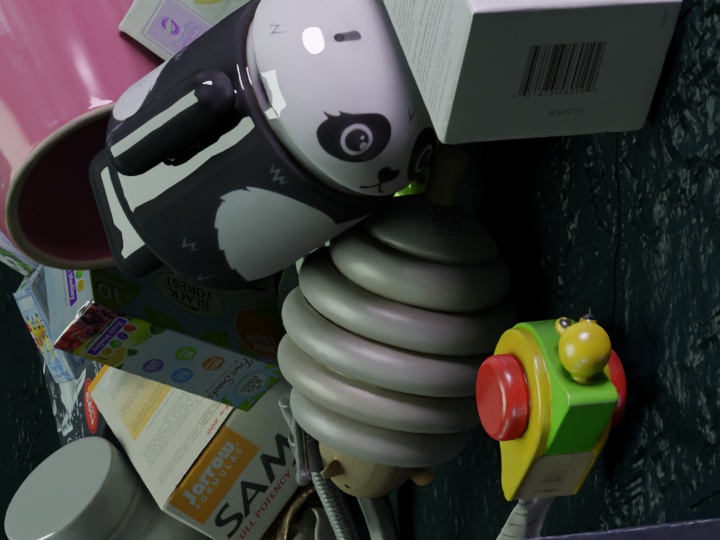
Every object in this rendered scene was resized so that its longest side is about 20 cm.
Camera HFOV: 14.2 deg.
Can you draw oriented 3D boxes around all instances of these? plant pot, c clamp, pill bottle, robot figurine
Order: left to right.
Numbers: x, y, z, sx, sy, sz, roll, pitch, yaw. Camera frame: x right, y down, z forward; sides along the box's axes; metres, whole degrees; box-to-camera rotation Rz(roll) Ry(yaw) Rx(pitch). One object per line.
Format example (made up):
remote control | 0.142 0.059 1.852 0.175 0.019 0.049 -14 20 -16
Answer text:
plant pot | -0.167 -0.107 1.598 0.201 0.199 0.179 104 147 -45
pill bottle | -0.136 0.206 1.883 0.200 0.120 0.120 50 179 -28
robot figurine | -0.047 -0.065 1.452 0.200 0.125 0.150 -32 17 34
c clamp | -0.010 0.132 1.626 0.171 0.027 0.201 -94 -16 -53

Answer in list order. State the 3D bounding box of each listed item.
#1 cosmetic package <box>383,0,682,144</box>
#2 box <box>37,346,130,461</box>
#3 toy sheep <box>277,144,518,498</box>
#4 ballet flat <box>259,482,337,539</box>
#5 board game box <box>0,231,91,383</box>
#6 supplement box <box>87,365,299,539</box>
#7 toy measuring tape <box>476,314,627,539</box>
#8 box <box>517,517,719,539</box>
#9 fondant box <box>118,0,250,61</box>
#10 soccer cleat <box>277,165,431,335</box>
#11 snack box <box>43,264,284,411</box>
cosmetic package | 0.064 -0.160 1.351 0.085 0.107 0.200 102 157 -44
box | -0.165 0.057 2.108 0.182 0.104 0.201 105 154 -49
toy sheep | 0.020 0.027 1.505 0.138 0.137 0.201 -131 48 -61
ballet flat | -0.022 0.223 1.780 0.065 0.070 0.201 -37 61 56
board game box | -0.184 -0.040 1.865 0.200 0.200 0.062 -61 12 -13
supplement box | -0.091 0.081 1.851 0.126 0.073 0.200 -53 27 6
toy measuring tape | 0.083 0.079 1.416 0.200 0.073 0.074 111 149 -53
box | 0.102 0.235 1.313 0.200 0.123 0.198 129 135 -65
fondant box | -0.037 -0.211 1.520 0.200 0.058 0.144 -56 3 -35
soccer cleat | 0.000 0.000 1.661 0.081 0.067 0.200 56 148 33
snack box | -0.125 -0.023 1.747 0.053 0.142 0.201 -46 39 34
